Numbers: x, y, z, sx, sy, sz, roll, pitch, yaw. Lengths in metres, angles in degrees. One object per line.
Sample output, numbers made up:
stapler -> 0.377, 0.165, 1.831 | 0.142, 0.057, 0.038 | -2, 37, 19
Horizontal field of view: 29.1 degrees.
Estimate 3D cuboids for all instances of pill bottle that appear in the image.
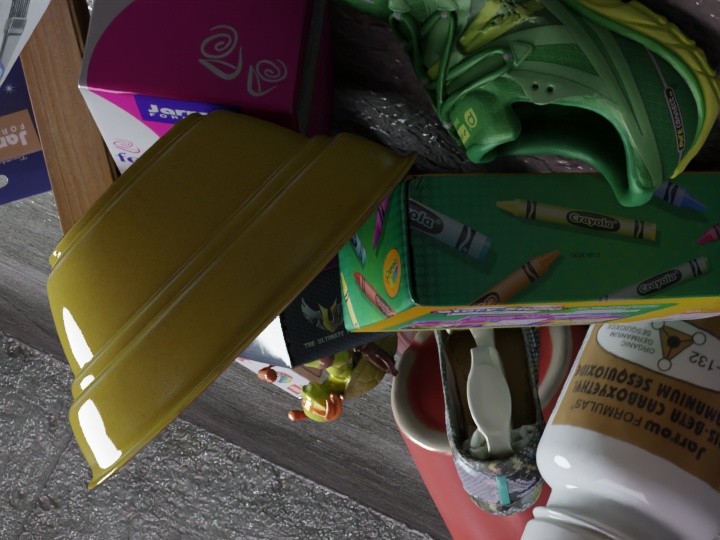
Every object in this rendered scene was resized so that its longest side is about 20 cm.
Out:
pill bottle -> 0.166, 0.098, 0.801 | 0.114, 0.201, 0.114 | 24, 165, 7

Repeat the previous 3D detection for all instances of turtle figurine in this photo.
turtle figurine -> 0.002, 0.045, 0.967 | 0.064, 0.162, 0.200 | 33, 177, 18

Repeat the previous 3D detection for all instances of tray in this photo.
tray -> -0.161, -0.094, 0.783 | 0.037, 0.201, 0.099 | -15, 164, -3

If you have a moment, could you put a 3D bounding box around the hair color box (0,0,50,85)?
hair color box -> -0.192, -0.135, 0.626 | 0.064, 0.201, 0.109 | 21, 165, 12

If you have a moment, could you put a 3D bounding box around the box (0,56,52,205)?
box -> -0.248, -0.119, 0.785 | 0.032, 0.120, 0.201 | -114, 8, -63

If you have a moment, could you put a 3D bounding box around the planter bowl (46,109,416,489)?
planter bowl -> -0.073, -0.008, 0.597 | 0.083, 0.200, 0.200 | 45, 164, -5

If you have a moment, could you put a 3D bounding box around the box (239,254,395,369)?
box -> 0.000, 0.000, 0.818 | 0.157, 0.199, 0.051 | 6, 111, 58

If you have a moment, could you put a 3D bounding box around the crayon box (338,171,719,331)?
crayon box -> 0.099, -0.007, 0.660 | 0.198, 0.059, 0.119 | -1, 172, -15

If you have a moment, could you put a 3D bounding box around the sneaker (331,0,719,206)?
sneaker -> 0.052, -0.093, 0.575 | 0.199, 0.084, 0.074 | 27, 166, 3

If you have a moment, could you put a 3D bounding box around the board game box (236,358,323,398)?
board game box -> -0.103, -0.002, 1.086 | 0.199, 0.127, 0.035 | 33, 140, -24

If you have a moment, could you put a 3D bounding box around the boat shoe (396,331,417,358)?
boat shoe -> 0.051, 0.043, 1.126 | 0.202, 0.065, 0.074 | 44, 178, -35

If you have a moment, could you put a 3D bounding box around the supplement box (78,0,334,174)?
supplement box -> -0.070, -0.095, 0.713 | 0.100, 0.104, 0.200 | 7, 163, 3

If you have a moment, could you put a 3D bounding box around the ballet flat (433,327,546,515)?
ballet flat -> 0.080, 0.050, 0.872 | 0.071, 0.202, 0.072 | -5, 147, -3

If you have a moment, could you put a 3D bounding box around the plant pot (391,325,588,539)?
plant pot -> 0.122, 0.119, 1.014 | 0.200, 0.201, 0.178 | 12, 151, 45
